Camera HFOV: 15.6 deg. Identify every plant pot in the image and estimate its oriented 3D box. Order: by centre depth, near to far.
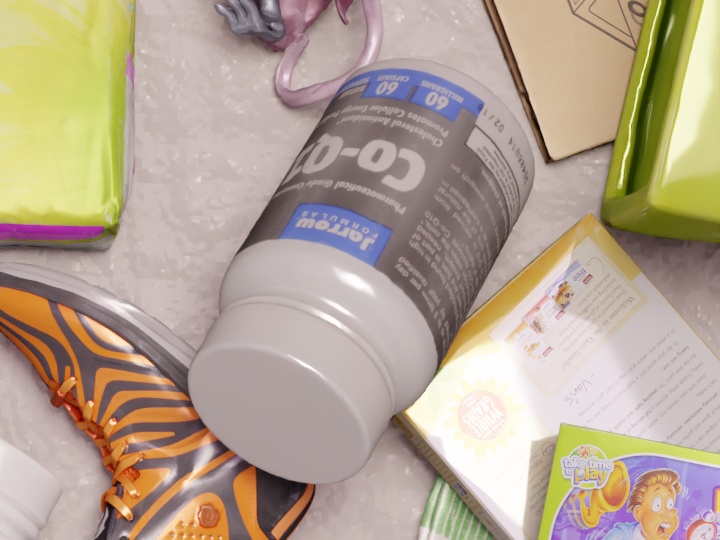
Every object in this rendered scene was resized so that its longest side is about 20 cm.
[{"bbox_3d":[0.234,-0.101,1.294,0.180,0.199,0.201,13,89,-1],"label":"plant pot"}]

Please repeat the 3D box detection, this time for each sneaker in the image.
[{"bbox_3d":[-0.121,0.084,1.298,0.199,0.078,0.112,31,74,1],"label":"sneaker"}]

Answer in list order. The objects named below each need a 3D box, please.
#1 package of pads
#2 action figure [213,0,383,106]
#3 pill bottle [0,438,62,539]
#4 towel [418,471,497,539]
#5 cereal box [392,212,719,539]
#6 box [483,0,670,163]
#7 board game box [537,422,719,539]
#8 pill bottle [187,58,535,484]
[{"bbox_3d":[-0.189,-0.111,1.340,0.153,0.068,0.201,1,77,-7],"label":"package of pads"},{"bbox_3d":[0.004,-0.207,1.372,0.149,0.133,0.200,57,43,-28],"label":"action figure"},{"bbox_3d":[-0.223,0.170,1.248,0.109,0.109,0.201,29,75,0],"label":"pill bottle"},{"bbox_3d":[0.092,0.179,1.331,0.152,0.023,0.201,17,75,-4],"label":"towel"},{"bbox_3d":[0.126,0.093,1.324,0.144,0.040,0.200,-40,87,-12],"label":"cereal box"},{"bbox_3d":[0.164,-0.163,1.423,0.199,0.021,0.164,-18,80,-12],"label":"box"},{"bbox_3d":[0.180,0.158,1.249,0.199,0.045,0.135,10,84,12],"label":"board game box"},{"bbox_3d":[0.000,0.000,1.283,0.113,0.114,0.200,29,52,0],"label":"pill bottle"}]
